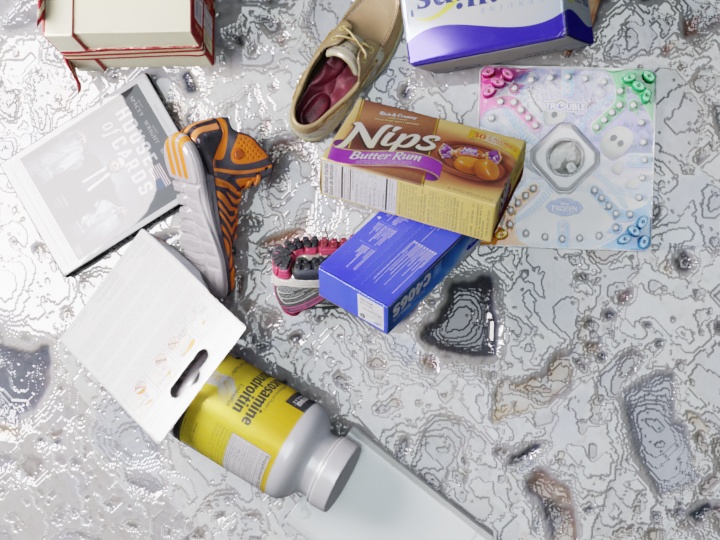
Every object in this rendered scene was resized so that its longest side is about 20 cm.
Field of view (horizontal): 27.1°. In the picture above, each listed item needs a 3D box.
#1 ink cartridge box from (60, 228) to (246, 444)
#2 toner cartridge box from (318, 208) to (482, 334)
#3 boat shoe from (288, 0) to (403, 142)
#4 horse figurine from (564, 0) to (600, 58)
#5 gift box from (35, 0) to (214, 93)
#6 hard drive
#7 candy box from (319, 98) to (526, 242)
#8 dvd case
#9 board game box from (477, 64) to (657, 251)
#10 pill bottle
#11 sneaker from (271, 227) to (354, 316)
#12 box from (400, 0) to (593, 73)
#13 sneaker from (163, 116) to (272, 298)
[{"bbox_3d":[-0.220,0.073,1.642,0.200,0.050,0.163,40,93,31],"label":"ink cartridge box"},{"bbox_3d":[0.051,-0.024,1.593,0.094,0.044,0.200,30,52,25],"label":"toner cartridge box"},{"bbox_3d":[-0.013,-0.232,1.657,0.073,0.066,0.202,30,92,4],"label":"boat shoe"},{"bbox_3d":[0.253,-0.352,1.645,0.200,0.050,0.133,-44,79,6],"label":"horse figurine"},{"bbox_3d":[-0.260,-0.302,1.617,0.184,0.185,0.203,1,80,4],"label":"gift box"},{"bbox_3d":[0.032,0.288,1.672,0.199,0.026,0.133,37,93,3],"label":"hard drive"},{"bbox_3d":[0.067,-0.111,1.610,0.197,0.117,0.057,17,136,14],"label":"candy box"},{"bbox_3d":[-0.289,-0.108,1.702,0.199,0.025,0.151,-31,88,5],"label":"dvd case"},{"bbox_3d":[0.227,-0.125,1.658,0.197,0.026,0.203,2,90,5],"label":"board game box"},{"bbox_3d":[-0.103,0.177,1.631,0.198,0.112,0.113,29,92,11],"label":"pill bottle"},{"bbox_3d":[0.000,0.000,1.659,0.197,0.081,0.075,-5,126,-5],"label":"sneaker"},{"bbox_3d":[0.140,-0.328,1.603,0.181,0.105,0.203,-8,90,23],"label":"box"},{"bbox_3d":[-0.143,-0.074,1.662,0.111,0.077,0.203,-27,123,-33],"label":"sneaker"}]
